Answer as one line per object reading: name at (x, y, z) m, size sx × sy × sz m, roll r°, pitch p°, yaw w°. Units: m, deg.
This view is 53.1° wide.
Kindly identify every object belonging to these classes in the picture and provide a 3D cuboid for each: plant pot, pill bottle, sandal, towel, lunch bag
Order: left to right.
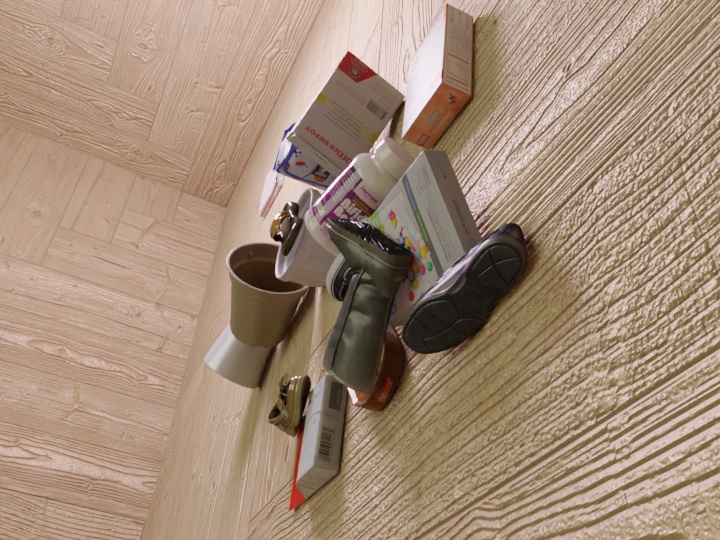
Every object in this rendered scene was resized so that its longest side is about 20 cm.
plant pot at (-0.219, 0.066, 1.644) m, size 0.201 × 0.199 × 0.184 m, roll -97°, pitch 20°, yaw -56°
towel at (-0.311, -0.318, 2.570) m, size 0.191 × 0.032 × 0.201 m, roll 127°, pitch 156°, yaw -45°
sandal at (-0.154, -0.093, 1.446) m, size 0.200 × 0.054 × 0.082 m, roll -104°, pitch 37°, yaw -61°
lunch bag at (-0.088, -0.244, 1.567) m, size 0.200 × 0.169 × 0.125 m, roll 176°, pitch 110°, yaw -71°
pill bottle at (0.006, -0.125, 1.219) m, size 0.200 × 0.112 × 0.113 m, roll -46°, pitch 26°, yaw 22°

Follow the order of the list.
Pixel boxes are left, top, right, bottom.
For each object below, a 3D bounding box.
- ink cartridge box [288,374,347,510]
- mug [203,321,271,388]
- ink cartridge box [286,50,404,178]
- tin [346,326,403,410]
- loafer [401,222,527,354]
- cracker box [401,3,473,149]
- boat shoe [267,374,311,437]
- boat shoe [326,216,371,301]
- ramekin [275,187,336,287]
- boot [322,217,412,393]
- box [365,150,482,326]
ink cartridge box at (-0.087, 0.288, 1.194) m, size 0.200 × 0.047 × 0.161 m, roll -50°, pitch 26°, yaw 45°
mug at (-0.290, 0.182, 1.785) m, size 0.154 × 0.149 × 0.186 m, roll -62°, pitch 24°, yaw 1°
ink cartridge box at (-0.031, -0.299, 1.417) m, size 0.201 × 0.145 × 0.083 m, roll -56°, pitch 14°, yaw -10°
tin at (0.016, 0.128, 1.071) m, size 0.200 × 0.042 × 0.113 m, roll -117°, pitch 45°, yaw -66°
loafer at (0.123, 0.023, 0.832) m, size 0.200 × 0.072 × 0.063 m, roll -49°, pitch 7°, yaw 37°
cracker box at (0.127, -0.317, 1.179) m, size 0.134 × 0.057 × 0.201 m, roll 130°, pitch 154°, yaw -50°
boat shoe at (-0.130, 0.239, 1.276) m, size 0.200 × 0.062 × 0.074 m, roll 108°, pitch 180°, yaw -53°
boat shoe at (0.000, 0.000, 1.217) m, size 0.068 × 0.071 × 0.200 m, roll 61°, pitch 142°, yaw 29°
ramekin at (-0.093, -0.060, 1.494) m, size 0.200 × 0.104 × 0.201 m, roll -160°, pitch 90°, yaw -74°
boot at (-0.011, 0.043, 1.000) m, size 0.182 × 0.072 × 0.201 m, roll 41°, pitch 124°, yaw 50°
box at (0.075, -0.039, 0.966) m, size 0.200 × 0.041 × 0.157 m, roll -49°, pitch 52°, yaw 51°
